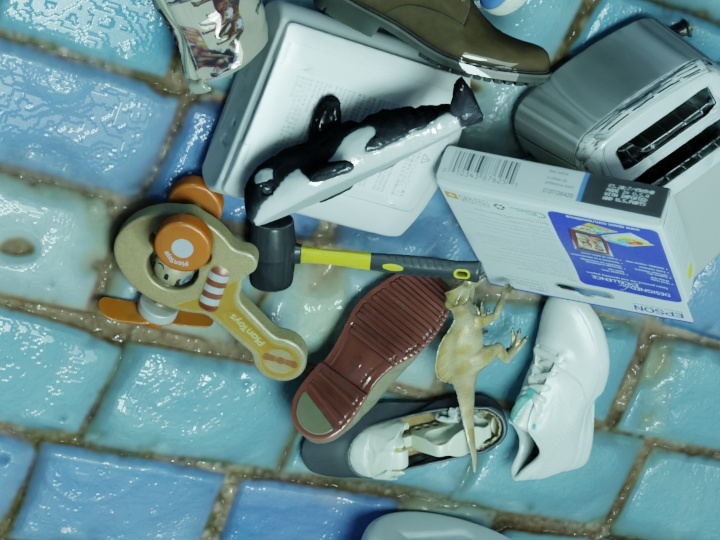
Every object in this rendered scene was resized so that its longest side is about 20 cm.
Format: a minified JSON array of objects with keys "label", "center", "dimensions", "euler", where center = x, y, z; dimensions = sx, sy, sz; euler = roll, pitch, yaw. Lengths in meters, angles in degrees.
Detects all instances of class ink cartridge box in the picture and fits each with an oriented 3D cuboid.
[{"label":"ink cartridge box","center":[0.182,-0.028,1.475],"dimensions":[0.200,0.197,0.047],"euler":[52,53,-61]}]

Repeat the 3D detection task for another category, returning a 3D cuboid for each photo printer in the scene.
[{"label":"photo printer","center":[-0.012,-0.120,1.430],"dimensions":[0.199,0.069,0.167],"euler":[13,110,-28]}]

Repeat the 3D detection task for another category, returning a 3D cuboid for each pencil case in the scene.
[{"label":"pencil case","center":[-0.138,-0.235,1.313],"dimensions":[0.089,0.078,0.200],"euler":[-40,125,-21]}]

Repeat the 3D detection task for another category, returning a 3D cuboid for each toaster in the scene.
[{"label":"toaster","center":[0.240,-0.132,1.496],"dimensions":[0.200,0.129,0.114],"euler":[-34,124,-4]}]

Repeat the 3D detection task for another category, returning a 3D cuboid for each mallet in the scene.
[{"label":"mallet","center":[0.000,0.000,1.471],"dimensions":[0.199,0.041,0.066],"euler":[12,120,1]}]

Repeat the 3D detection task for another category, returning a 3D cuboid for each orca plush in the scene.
[{"label":"orca plush","center":[-0.008,-0.108,1.352],"dimensions":[0.199,0.105,0.071],"euler":[-27,85,19]}]

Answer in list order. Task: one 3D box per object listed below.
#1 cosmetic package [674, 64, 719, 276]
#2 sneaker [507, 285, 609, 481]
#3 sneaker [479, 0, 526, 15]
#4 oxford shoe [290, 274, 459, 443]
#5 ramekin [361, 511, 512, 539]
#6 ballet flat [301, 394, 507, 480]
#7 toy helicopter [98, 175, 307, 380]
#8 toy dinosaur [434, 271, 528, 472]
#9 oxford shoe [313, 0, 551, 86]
[{"label":"cosmetic package","center":[0.299,-0.075,1.576],"dimensions":[0.200,0.085,0.108],"euler":[-44,124,2]},{"label":"sneaker","center":[0.175,0.113,1.616],"dimensions":[0.088,0.075,0.201],"euler":[-18,123,-29]},{"label":"sneaker","center":[0.106,-0.310,1.379],"dimensions":[0.111,0.077,0.201],"euler":[10,106,-33]},{"label":"oxford shoe","center":[0.012,0.073,1.552],"dimensions":[0.200,0.070,0.075],"euler":[-45,168,-9]},{"label":"ramekin","center":[0.080,0.303,1.610],"dimensions":[0.200,0.200,0.098],"euler":[8,104,-26]},{"label":"ballet flat","center":[0.047,0.155,1.593],"dimensions":[0.199,0.073,0.073],"euler":[-9,118,-19]},{"label":"toy helicopter","center":[-0.126,0.027,1.448],"dimensions":[0.132,0.079,0.200],"euler":[-35,114,24]},{"label":"toy dinosaur","center":[0.099,0.072,1.556],"dimensions":[0.101,0.058,0.201],"euler":[-37,133,-39]},{"label":"oxford shoe","center":[0.068,-0.208,1.380],"dimensions":[0.199,0.073,0.085],"euler":[24,108,-5]}]
